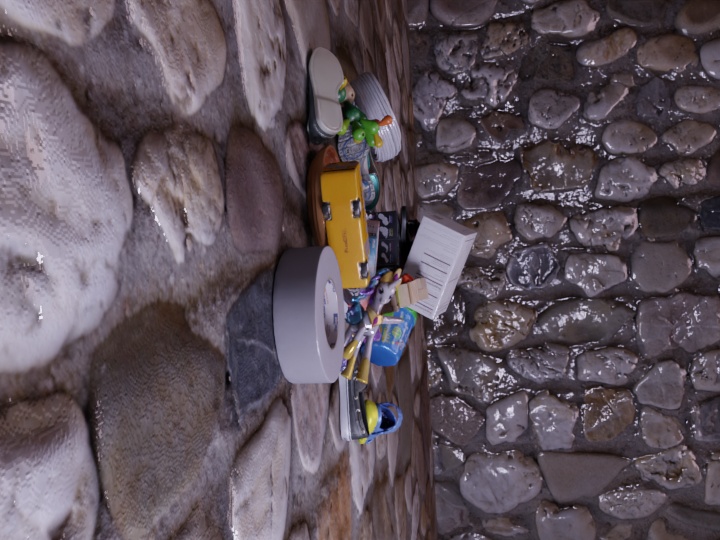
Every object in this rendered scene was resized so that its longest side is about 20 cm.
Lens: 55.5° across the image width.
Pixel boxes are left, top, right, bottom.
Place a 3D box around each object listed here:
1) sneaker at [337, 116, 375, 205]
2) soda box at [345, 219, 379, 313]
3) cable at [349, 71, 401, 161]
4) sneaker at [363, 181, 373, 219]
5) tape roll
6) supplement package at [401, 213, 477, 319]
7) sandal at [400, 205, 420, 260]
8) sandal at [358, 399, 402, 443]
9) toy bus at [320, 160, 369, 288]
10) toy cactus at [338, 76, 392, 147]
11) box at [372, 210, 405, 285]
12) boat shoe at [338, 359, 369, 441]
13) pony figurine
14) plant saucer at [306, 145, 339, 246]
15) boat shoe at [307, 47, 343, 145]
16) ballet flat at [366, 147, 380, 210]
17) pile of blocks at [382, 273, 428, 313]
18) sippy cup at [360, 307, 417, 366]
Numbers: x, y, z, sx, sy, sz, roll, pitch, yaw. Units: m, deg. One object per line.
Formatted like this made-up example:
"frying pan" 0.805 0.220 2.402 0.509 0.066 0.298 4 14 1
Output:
"sneaker" -0.015 -0.245 1.497 0.088 0.072 0.205 -111 -166 -63
"soda box" 0.000 0.000 1.382 0.069 0.062 0.204 -78 173 -56
"cable" 0.031 -0.352 1.582 0.200 0.068 0.204 -124 -169 -73
"sneaker" -0.006 -0.088 1.447 0.072 0.070 0.206 -39 126 -79
"tape roll" -0.074 0.067 1.038 0.200 0.064 0.207 -4 90 -81
"supplement package" 0.168 -0.011 1.552 0.113 0.108 0.205 -15 128 -65
"sandal" 0.122 -0.081 1.599 0.202 0.047 0.077 73 17 -55
"sandal" 0.038 0.327 1.469 0.200 0.084 0.082 113 -23 -71
"toy bus" -0.023 -0.075 1.167 0.079 0.063 0.205 -72 157 -66
"toy cactus" -0.019 -0.333 1.370 0.198 0.102 0.168 23 38 -48
"box" 0.045 -0.039 1.605 0.200 0.111 0.136 62 25 -69
"boat shoe" -0.011 0.235 1.368 0.069 0.055 0.206 31 56 -77
"pony figurine" 0.007 0.094 1.241 0.204 0.164 0.193 -65 -167 -12
"plant saucer" -0.062 -0.121 1.239 0.200 0.036 0.207 -2 90 -79
"boat shoe" -0.072 -0.314 1.228 0.062 0.071 0.205 -40 -135 45
"ballet flat" 0.009 -0.238 1.594 0.064 0.065 0.204 -91 173 -53
"pile of blocks" 0.077 0.043 1.432 0.198 0.080 0.064 -15 97 -58
"sippy cup" 0.058 0.148 1.616 0.178 0.137 0.133 49 44 -36
